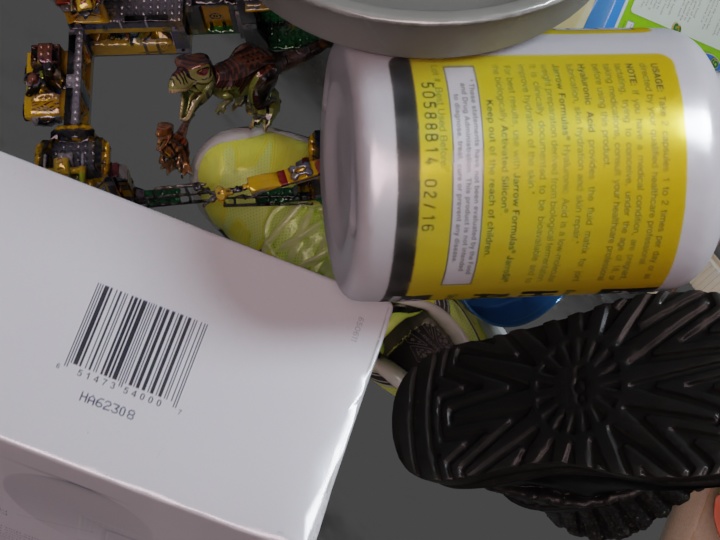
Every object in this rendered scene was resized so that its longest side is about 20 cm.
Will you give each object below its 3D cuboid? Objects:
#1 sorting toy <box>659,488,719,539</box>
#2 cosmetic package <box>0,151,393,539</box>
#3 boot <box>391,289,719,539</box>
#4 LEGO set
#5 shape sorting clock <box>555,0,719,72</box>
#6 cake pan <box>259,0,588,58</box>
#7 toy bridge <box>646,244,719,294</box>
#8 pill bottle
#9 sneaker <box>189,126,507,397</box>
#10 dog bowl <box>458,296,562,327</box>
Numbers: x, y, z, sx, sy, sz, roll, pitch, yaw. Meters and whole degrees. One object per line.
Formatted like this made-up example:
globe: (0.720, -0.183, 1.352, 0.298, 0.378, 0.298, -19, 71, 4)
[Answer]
sorting toy: (0.212, 0.166, 0.923, 0.036, 0.199, 0.187, 13, 100, -46)
cosmetic package: (-0.109, 0.063, 0.886, 0.198, 0.200, 0.124, 21, 66, -2)
boot: (0.135, 0.070, 0.866, 0.210, 0.157, 0.080, -6, 70, 37)
LEGO set: (-0.073, -0.102, 0.900, 0.198, 0.116, 0.155, 5, 68, 6)
shape sorting clock: (0.153, -0.126, 0.904, 0.199, 0.039, 0.202, -17, 121, -30)
cake pan: (0.025, -0.161, 0.793, 0.198, 0.037, 0.202, 1, 52, -1)
toy bridge: (0.181, 0.014, 0.961, 0.200, 0.027, 0.067, -44, 62, 16)
pill bottle: (0.087, -0.045, 0.808, 0.198, 0.111, 0.113, -2, 97, -9)
sneaker: (0.000, 0.000, 0.951, 0.199, 0.076, 0.076, 38, 97, -1)
dog bowl: (0.085, -0.074, 0.922, 0.049, 0.111, 0.201, 22, 82, 41)
